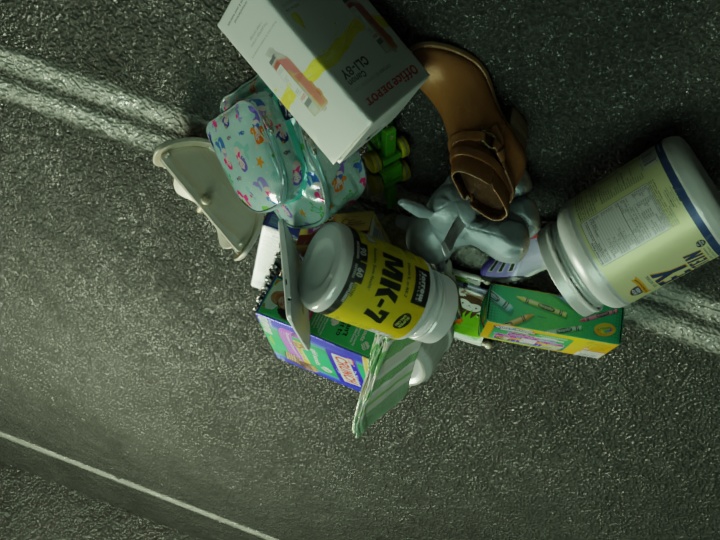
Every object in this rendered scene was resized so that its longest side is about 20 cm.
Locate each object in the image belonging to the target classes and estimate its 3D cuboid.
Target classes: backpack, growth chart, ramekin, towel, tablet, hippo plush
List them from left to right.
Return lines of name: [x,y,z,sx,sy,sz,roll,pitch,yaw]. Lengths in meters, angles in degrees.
backpack: [-0.089,-0.152,0.937,0.176,0.150,0.203,-7,118,55]
tablet: [-0.086,0.025,0.997,0.013,0.134,0.201,-7,162,1]
ramekin: [0.056,0.114,1.266,0.198,0.095,0.205,20,146,14]
towel: [0.052,0.145,1.115,0.023,0.151,0.204,31,127,25]
growth chart: [0.165,0.060,1.229,0.141,0.018,0.202,10,143,16]
hippo plush: [0.135,-0.053,0.984,0.159,0.200,0.161,45,150,4]

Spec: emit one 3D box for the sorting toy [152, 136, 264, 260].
sorting toy: [-0.234,-0.109,1.165,0.201,0.107,0.179,50,153,-5]

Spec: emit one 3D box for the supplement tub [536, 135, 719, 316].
supplement tub: [0.327,-0.047,0.882,0.198,0.147,0.145,-34,118,29]

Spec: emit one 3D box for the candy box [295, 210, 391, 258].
candy box: [0.000,0.000,1.089,0.114,0.058,0.201,-2,145,26]

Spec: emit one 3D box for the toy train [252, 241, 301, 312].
toy train: [-0.132,0.018,1.187,0.045,0.035,0.201,21,142,-7]

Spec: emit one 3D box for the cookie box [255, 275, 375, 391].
cookie box: [-0.050,0.109,1.167,0.195,0.076,0.172,19,154,17]

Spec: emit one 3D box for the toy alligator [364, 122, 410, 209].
toy alligator: [0.029,-0.170,0.997,0.054,0.058,0.203,48,158,36]

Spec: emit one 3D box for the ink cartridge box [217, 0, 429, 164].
ink cartridge box: [-0.036,-0.243,0.818,0.201,0.145,0.083,49,137,-4]

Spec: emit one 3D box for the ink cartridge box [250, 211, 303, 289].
ink cartridge box: [-0.095,-0.034,1.196,0.133,0.078,0.202,21,144,-1]

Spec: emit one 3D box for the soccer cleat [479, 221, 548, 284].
soccer cleat: [0.248,-0.031,1.054,0.197,0.068,0.075,-14,103,47]

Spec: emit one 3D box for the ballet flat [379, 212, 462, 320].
ballet flat: [0.101,-0.010,1.129,0.200,0.071,0.070,44,138,-12]

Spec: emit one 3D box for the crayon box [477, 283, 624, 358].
crayon box: [0.281,0.078,1.112,0.194,0.060,0.119,10,165,6]

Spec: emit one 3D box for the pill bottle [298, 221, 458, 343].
pill bottle: [0.027,0.023,0.966,0.196,0.117,0.114,20,147,-31]

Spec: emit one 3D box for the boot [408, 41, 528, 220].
boot: [0.120,-0.166,0.868,0.198,0.157,0.074,33,142,-15]
